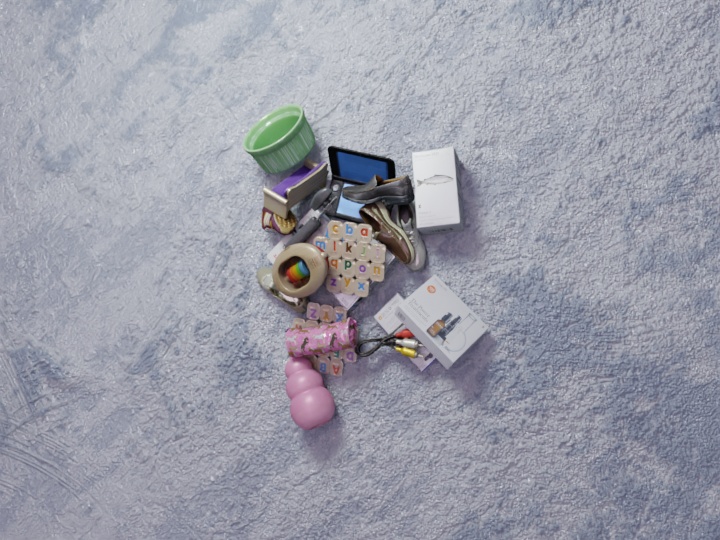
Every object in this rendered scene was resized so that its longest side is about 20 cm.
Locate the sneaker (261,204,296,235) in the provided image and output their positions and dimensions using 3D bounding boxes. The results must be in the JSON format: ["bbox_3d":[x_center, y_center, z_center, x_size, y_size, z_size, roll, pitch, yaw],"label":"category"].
[{"bbox_3d":[-0.235,-0.134,1.630,0.091,0.074,0.201,-64,28,23],"label":"sneaker"}]

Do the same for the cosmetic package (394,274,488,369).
[{"bbox_3d":[0.208,0.129,1.484,0.150,0.052,0.200,-36,73,-30],"label":"cosmetic package"}]

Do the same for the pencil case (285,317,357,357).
[{"bbox_3d":[-0.104,0.181,1.552,0.197,0.083,0.088,-10,75,18],"label":"pencil case"}]

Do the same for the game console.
[{"bbox_3d":[-0.008,-0.225,1.585,0.197,0.116,0.179,16,89,17],"label":"game console"}]

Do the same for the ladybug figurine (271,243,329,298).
[{"bbox_3d":[-0.151,-0.005,1.518,0.199,0.072,0.137,-24,94,38],"label":"ladybug figurine"}]

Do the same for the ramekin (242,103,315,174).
[{"bbox_3d":[-0.224,-0.366,1.628,0.198,0.098,0.202,-20,41,18],"label":"ramekin"}]

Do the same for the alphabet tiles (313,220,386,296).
[{"bbox_3d":[-0.030,-0.031,1.521,0.197,0.015,0.199,8,111,15],"label":"alphabet tiles"}]

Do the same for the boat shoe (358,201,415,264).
[{"bbox_3d":[0.063,-0.093,1.522,0.074,0.075,0.203,-24,68,-29],"label":"boat shoe"}]

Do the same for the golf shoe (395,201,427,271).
[{"bbox_3d":[0.126,-0.097,1.544,0.077,0.097,0.203,-14,83,13],"label":"golf shoe"}]

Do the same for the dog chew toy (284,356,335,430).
[{"bbox_3d":[-0.148,0.327,1.576,0.123,0.124,0.202,-26,72,12],"label":"dog chew toy"}]

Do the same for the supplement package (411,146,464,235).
[{"bbox_3d":[0.205,-0.206,1.519,0.115,0.117,0.204,-6,83,16],"label":"supplement package"}]

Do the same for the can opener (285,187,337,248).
[{"bbox_3d":[-0.134,-0.134,1.558,0.066,0.053,0.201,40,98,0],"label":"can opener"}]

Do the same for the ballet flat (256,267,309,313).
[{"bbox_3d":[-0.229,0.051,1.651,0.199,0.069,0.070,32,94,17],"label":"ballet flat"}]

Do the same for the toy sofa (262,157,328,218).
[{"bbox_3d":[-0.176,-0.240,1.591,0.082,0.200,0.098,30,138,17],"label":"toy sofa"}]

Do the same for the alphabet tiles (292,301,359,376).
[{"bbox_3d":[-0.100,0.192,1.604,0.197,0.015,0.199,8,100,16],"label":"alphabet tiles"}]

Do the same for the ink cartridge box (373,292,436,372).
[{"bbox_3d":[0.134,0.165,1.549,0.095,0.037,0.200,-44,73,9],"label":"ink cartridge box"}]

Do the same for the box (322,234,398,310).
[{"bbox_3d":[0.000,0.000,1.587,0.117,0.060,0.201,43,100,16],"label":"box"}]

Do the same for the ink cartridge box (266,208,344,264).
[{"bbox_3d":[-0.142,-0.053,1.625,0.200,0.084,0.146,-45,75,7],"label":"ink cartridge box"}]

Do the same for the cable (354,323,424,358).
[{"bbox_3d":[0.075,0.183,1.522,0.197,0.050,0.099,-3,83,16],"label":"cable"}]

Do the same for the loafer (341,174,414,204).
[{"bbox_3d":[0.044,-0.218,1.510,0.197,0.073,0.073,1,120,16],"label":"loafer"}]
